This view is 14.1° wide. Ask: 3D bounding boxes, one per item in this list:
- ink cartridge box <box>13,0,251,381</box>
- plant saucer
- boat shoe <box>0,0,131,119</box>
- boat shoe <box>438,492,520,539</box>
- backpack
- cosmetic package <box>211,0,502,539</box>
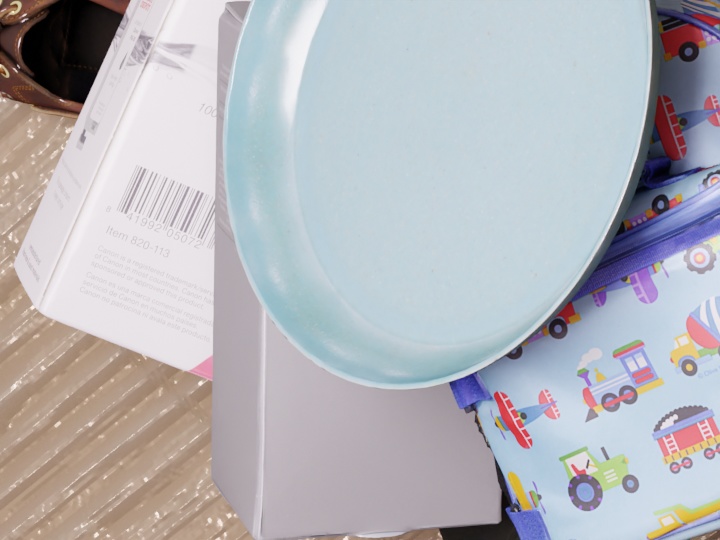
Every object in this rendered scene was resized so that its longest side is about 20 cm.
[{"bbox_3d":[-0.036,-0.055,1.208,0.146,0.083,0.200,23,97,-19],"label":"ink cartridge box"},{"bbox_3d":[0.029,-0.057,0.993,0.200,0.027,0.200,-12,73,43],"label":"plant saucer"},{"bbox_3d":[-0.133,-0.106,1.302,0.200,0.070,0.070,12,104,23],"label":"boat shoe"},{"bbox_3d":[0.060,0.070,1.243,0.076,0.074,0.200,-41,61,39],"label":"boat shoe"},{"bbox_3d":[0.106,-0.016,1.026,0.183,0.135,0.200,-20,94,28],"label":"backpack"},{"bbox_3d":[0.000,0.000,1.143,0.107,0.090,0.200,-1,107,-17],"label":"cosmetic package"}]
